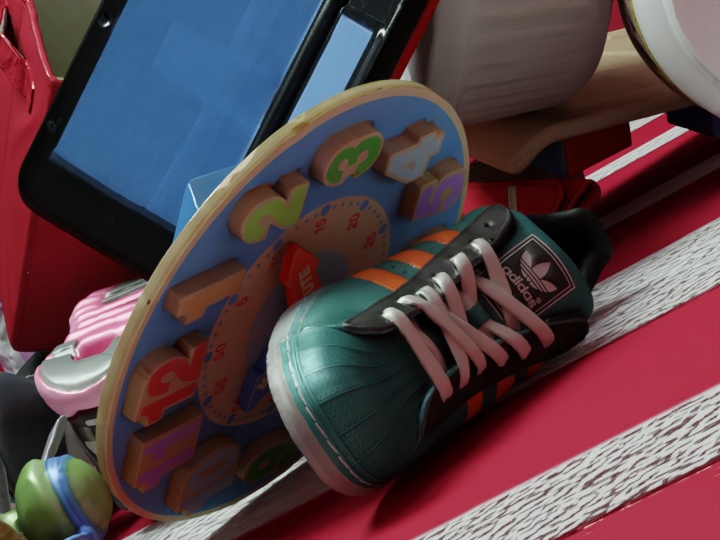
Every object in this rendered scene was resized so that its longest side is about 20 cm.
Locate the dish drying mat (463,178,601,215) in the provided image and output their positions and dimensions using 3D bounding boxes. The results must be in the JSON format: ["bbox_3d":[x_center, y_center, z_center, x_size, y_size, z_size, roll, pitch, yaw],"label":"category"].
[{"bbox_3d":[0.043,-0.018,1.039,0.077,0.018,0.199,-55,26,-18],"label":"dish drying mat"}]

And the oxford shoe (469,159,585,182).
[{"bbox_3d":[0.032,-0.017,1.134,0.199,0.071,0.074,-28,7,35],"label":"oxford shoe"}]

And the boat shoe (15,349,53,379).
[{"bbox_3d":[-0.162,0.059,1.134,0.199,0.068,0.072,-17,-19,-43],"label":"boat shoe"}]

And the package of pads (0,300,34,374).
[{"bbox_3d":[-0.135,0.029,1.252,0.199,0.121,0.075,-25,10,-29],"label":"package of pads"}]

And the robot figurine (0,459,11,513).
[{"bbox_3d":[-0.251,0.145,0.923,0.199,0.114,0.169,-29,-36,24],"label":"robot figurine"}]

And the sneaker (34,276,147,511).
[{"bbox_3d":[-0.101,0.056,0.995,0.078,0.096,0.200,-21,14,15],"label":"sneaker"}]

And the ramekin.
[{"bbox_3d":[0.061,-0.167,0.985,0.093,0.204,0.202,-3,-1,-10],"label":"ramekin"}]

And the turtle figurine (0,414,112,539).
[{"bbox_3d":[-0.187,0.109,0.736,0.193,0.200,0.144,-35,-30,-5],"label":"turtle figurine"}]

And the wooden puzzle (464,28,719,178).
[{"bbox_3d":[0.138,-0.095,1.083,0.199,0.047,0.185,-20,18,-15],"label":"wooden puzzle"}]

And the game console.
[{"bbox_3d":[-0.065,-0.083,0.903,0.201,0.118,0.172,-63,14,6],"label":"game console"}]

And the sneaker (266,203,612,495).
[{"bbox_3d":[0.034,0.015,0.712,0.080,0.072,0.200,-33,1,26],"label":"sneaker"}]

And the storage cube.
[{"bbox_3d":[-0.116,-0.077,1.122,0.198,0.171,0.181,-1,-51,-23],"label":"storage cube"}]

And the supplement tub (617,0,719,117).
[{"bbox_3d":[0.188,-0.135,0.881,0.144,0.145,0.200,-30,4,7],"label":"supplement tub"}]

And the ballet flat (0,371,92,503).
[{"bbox_3d":[-0.154,0.092,1.023,0.073,0.073,0.200,-32,-14,-13],"label":"ballet flat"}]

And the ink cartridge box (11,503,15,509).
[{"bbox_3d":[-0.300,0.126,1.170,0.199,0.146,0.083,-36,2,6],"label":"ink cartridge box"}]

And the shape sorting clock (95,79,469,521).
[{"bbox_3d":[-0.024,0.016,0.774,0.199,0.039,0.201,-35,-32,-26],"label":"shape sorting clock"}]
